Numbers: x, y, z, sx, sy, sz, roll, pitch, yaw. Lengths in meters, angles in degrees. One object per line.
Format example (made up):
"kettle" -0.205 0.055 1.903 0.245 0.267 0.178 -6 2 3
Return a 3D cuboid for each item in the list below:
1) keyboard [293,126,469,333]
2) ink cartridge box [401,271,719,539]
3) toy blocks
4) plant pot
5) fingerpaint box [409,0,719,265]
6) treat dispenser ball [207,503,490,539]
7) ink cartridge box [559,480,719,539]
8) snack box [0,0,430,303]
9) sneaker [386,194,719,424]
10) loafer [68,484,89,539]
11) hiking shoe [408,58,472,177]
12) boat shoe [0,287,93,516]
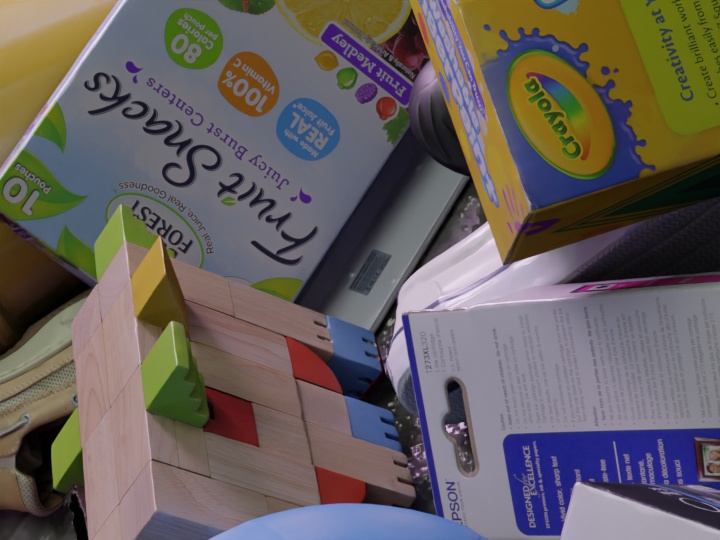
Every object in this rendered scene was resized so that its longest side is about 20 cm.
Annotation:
"keyboard" 0.000 0.000 0.891 0.056 0.011 0.201 21 73 40
"ink cartridge box" 0.112 0.051 0.706 0.199 0.037 0.096 -6 99 33
"toy blocks" -0.041 0.075 0.777 0.100 0.136 0.201 -53 31 29
"plant pot" -0.183 -0.063 0.961 0.188 0.202 0.201 -27 43 -4
"fingerpaint box" 0.100 -0.125 0.705 0.165 0.073 0.202 -18 77 -8
"treat dispenser ball" -0.003 0.176 0.615 0.200 0.201 0.202 -20 48 24
"ink cartridge box" 0.167 0.110 0.591 0.199 0.099 0.040 18 93 35
"snack box" -0.060 -0.072 0.881 0.201 0.142 0.053 -56 12 -10
"sneaker" 0.094 -0.011 0.778 0.199 0.073 0.071 -25 44 18
"loafer" -0.102 0.153 0.770 0.071 0.074 0.200 5 27 -2
"hiking shoe" 0.082 -0.085 0.811 0.199 0.076 0.100 -27 14 -38
"boat shoe" -0.168 0.085 0.918 0.199 0.072 0.077 -36 59 13
